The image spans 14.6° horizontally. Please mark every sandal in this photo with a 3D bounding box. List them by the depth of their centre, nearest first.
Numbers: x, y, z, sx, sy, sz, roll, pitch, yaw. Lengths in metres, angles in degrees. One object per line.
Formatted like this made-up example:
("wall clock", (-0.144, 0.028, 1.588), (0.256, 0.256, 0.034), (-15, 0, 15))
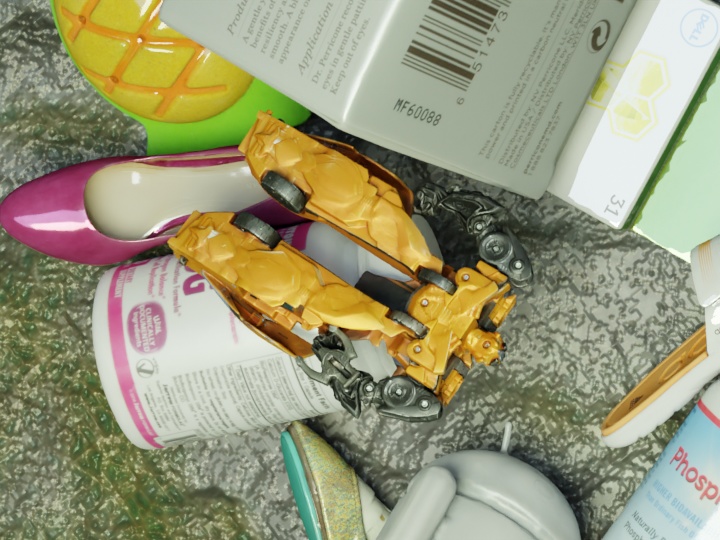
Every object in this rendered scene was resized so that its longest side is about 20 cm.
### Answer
("sandal", (0.201, 0.020, 1.616), (0.207, 0.079, 0.059), (-43, 98, 16))

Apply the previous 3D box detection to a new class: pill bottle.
("pill bottle", (0.219, 0.132, 1.615), (0.109, 0.109, 0.201), (35, 98, 12))
("pill bottle", (-0.050, 0.033, 1.681), (0.199, 0.113, 0.114), (-12, 87, 13))

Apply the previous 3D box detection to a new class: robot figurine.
("robot figurine", (0.000, 0.000, 1.588), (0.199, 0.058, 0.145), (32, 80, 18))
("robot figurine", (0.055, 0.186, 1.629), (0.112, 0.170, 0.200), (15, 57, 31))

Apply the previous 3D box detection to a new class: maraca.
("maraca", (-0.110, -0.139, 1.705), (0.136, 0.107, 0.201), (-19, 110, 24))

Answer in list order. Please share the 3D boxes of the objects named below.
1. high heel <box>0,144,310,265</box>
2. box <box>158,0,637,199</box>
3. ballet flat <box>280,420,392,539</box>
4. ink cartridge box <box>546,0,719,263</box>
("high heel", (-0.113, -0.046, 1.669), (0.199, 0.096, 0.068), (2, 74, -10))
("box", (0.036, -0.176, 1.591), (0.171, 0.200, 0.200), (32, 99, 38))
("ballet flat", (0.002, 0.184, 1.699), (0.070, 0.071, 0.201), (-14, 86, 14))
("ink cartridge box", (0.188, -0.086, 1.655), (0.199, 0.048, 0.146), (30, 97, 14))
